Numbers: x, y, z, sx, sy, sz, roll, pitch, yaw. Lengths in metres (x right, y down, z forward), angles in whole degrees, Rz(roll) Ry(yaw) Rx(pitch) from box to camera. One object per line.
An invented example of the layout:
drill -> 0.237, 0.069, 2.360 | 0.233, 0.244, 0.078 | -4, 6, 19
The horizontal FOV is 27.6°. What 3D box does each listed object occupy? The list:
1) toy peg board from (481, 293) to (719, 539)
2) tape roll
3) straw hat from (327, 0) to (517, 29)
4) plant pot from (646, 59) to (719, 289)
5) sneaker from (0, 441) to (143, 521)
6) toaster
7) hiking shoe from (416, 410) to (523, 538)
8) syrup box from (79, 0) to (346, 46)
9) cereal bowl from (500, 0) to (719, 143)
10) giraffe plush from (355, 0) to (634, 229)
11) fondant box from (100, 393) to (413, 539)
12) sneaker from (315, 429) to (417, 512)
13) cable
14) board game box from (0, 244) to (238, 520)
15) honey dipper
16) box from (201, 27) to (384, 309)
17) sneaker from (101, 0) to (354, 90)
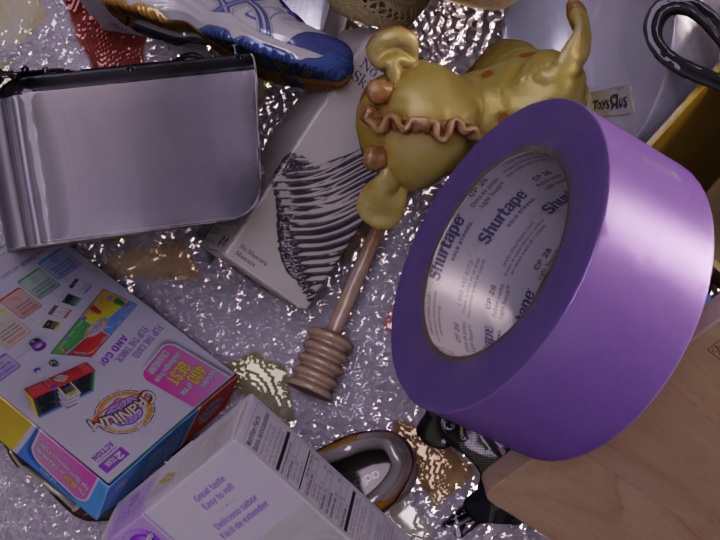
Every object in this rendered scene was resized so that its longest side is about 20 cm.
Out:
toy peg board -> 0.207, 0.097, 0.952 | 0.199, 0.200, 0.098 | -41, 35, 23
tape roll -> 0.109, 0.005, 0.874 | 0.085, 0.200, 0.201 | 27, 81, -26
straw hat -> 0.016, -0.218, 1.045 | 0.201, 0.201, 0.085 | 41, 126, 13
plant pot -> 0.306, -0.048, 0.997 | 0.200, 0.176, 0.200 | 41, 85, 12
sneaker -> -0.239, 0.102, 1.077 | 0.200, 0.076, 0.071 | 42, 98, 12
toaster -> -0.175, -0.082, 1.028 | 0.199, 0.181, 0.120 | -9, 91, -19
hiking shoe -> 0.084, 0.087, 1.046 | 0.100, 0.076, 0.201 | -13, 78, 1
syrup box -> -0.111, -0.221, 1.132 | 0.199, 0.079, 0.082 | 11, 80, 9
cereal bowl -> 0.188, -0.166, 1.045 | 0.083, 0.200, 0.201 | -1, 75, -30
giraffe plush -> 0.066, -0.093, 0.994 | 0.161, 0.200, 0.174 | -4, 76, -19
fondant box -> -0.054, 0.198, 0.979 | 0.200, 0.058, 0.144 | 44, 117, -13
sneaker -> -0.052, 0.172, 1.037 | 0.199, 0.090, 0.075 | -34, 76, -1
cable -> 0.265, -0.104, 0.914 | 0.199, 0.050, 0.098 | 23, 99, 23
board game box -> -0.212, 0.066, 1.058 | 0.200, 0.040, 0.153 | 37, 42, 13
honey dipper -> 0.000, 0.000, 1.099 | 0.038, 0.038, 0.201 | 21, 77, 11
box -> -0.026, -0.076, 1.085 | 0.082, 0.068, 0.201 | 34, 84, -20
sneaker -> -0.087, -0.195, 1.043 | 0.199, 0.075, 0.089 | 23, 81, 13
